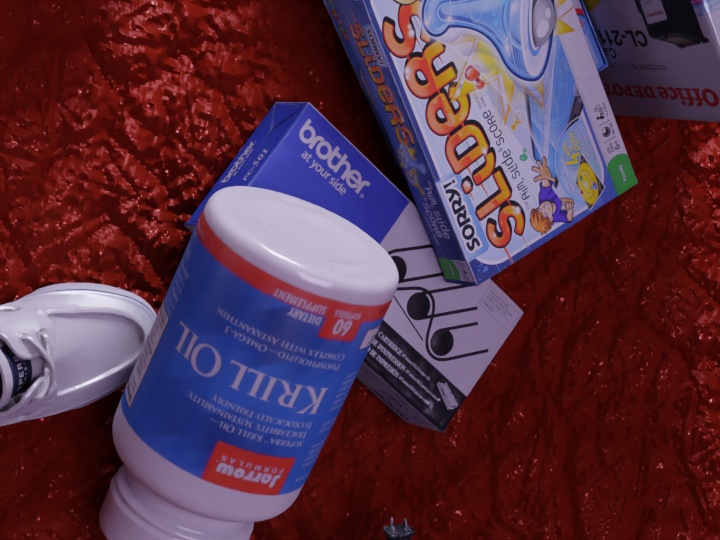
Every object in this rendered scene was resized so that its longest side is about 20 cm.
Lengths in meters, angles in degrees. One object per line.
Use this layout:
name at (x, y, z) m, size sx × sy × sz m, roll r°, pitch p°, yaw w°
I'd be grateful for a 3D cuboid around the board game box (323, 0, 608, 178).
board game box at (0.050, -0.177, 1.096) m, size 0.151 × 0.037 × 0.200 m, roll -33°, pitch 111°, yaw -23°

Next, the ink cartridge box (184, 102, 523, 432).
ink cartridge box at (0.000, 0.000, 1.085) m, size 0.200 × 0.044 × 0.094 m, roll 43°, pitch 73°, yaw -26°

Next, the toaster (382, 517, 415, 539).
toaster at (-0.035, 0.240, 1.055) m, size 0.129 × 0.114 × 0.200 m, roll 7°, pitch 95°, yaw -28°

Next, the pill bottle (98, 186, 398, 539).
pill bottle at (-0.067, 0.065, 0.992) m, size 0.112 × 0.112 × 0.200 m, roll 13°, pitch 112°, yaw -30°

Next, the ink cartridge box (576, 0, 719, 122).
ink cartridge box at (0.184, -0.194, 1.107) m, size 0.083 × 0.146 × 0.200 m, roll -32°, pitch 110°, yaw -22°

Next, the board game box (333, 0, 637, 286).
board game box at (0.073, -0.110, 1.074) m, size 0.135 × 0.034 × 0.200 m, roll -32°, pitch 110°, yaw -25°

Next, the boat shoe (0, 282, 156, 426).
boat shoe at (-0.191, 0.054, 0.969) m, size 0.200 × 0.065 × 0.074 m, roll -16°, pitch 103°, yaw -28°
